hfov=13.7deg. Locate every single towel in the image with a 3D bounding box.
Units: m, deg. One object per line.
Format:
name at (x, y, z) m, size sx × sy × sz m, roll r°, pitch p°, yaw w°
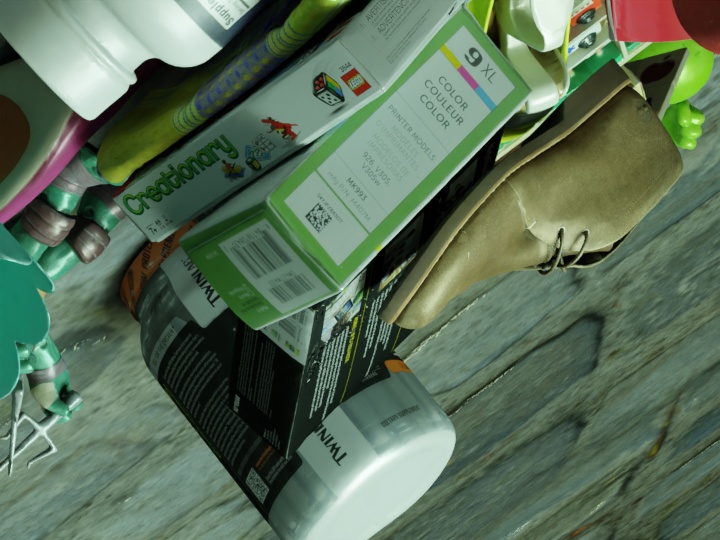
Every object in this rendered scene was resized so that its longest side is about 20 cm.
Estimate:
towel at (-0.041, -0.119, 1.412) m, size 0.200 × 0.023 × 0.144 m, roll -32°, pitch -166°, yaw 46°

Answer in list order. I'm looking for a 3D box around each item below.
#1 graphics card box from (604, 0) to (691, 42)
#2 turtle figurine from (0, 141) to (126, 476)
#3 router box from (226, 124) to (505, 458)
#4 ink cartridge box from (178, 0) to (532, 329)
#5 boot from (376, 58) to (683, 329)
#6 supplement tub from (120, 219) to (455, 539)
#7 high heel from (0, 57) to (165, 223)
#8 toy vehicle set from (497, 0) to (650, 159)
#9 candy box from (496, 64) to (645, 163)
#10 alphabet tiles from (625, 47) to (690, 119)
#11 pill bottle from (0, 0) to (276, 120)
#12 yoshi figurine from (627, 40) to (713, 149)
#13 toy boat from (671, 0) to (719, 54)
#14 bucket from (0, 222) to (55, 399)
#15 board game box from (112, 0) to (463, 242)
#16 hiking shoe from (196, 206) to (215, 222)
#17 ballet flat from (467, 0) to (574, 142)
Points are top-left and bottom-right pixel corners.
graphics card box at (0.156, -0.226, 1.501) m, size 0.126 × 0.051 × 0.201 m, roll 79°, pitch 18°, yaw -44°
turtle figurine at (-0.183, 0.026, 1.586) m, size 0.201 × 0.100 × 0.150 m, roll -56°, pitch 175°, yaw 2°
router box at (0.000, 0.000, 1.572) m, size 0.149 × 0.051 × 0.200 m, roll -44°, pitch 166°, yaw -22°
ink cartridge box at (0.013, -0.065, 1.426) m, size 0.200 × 0.059 × 0.104 m, roll -47°, pitch -169°, yaw -26°
boot at (0.090, -0.024, 1.516) m, size 0.200 × 0.076 × 0.074 m, roll -41°, pitch 179°, yaw -29°
supplement tub at (-0.047, 0.061, 1.762) m, size 0.122 × 0.200 × 0.123 m, roll -35°, pitch 161°, yaw -14°
high heel at (-0.124, -0.090, 1.471) m, size 0.200 × 0.068 × 0.096 m, roll -50°, pitch 148°, yaw 19°
toy vehicle set at (0.107, -0.125, 1.634) m, size 0.200 × 0.027 × 0.124 m, roll -37°, pitch 162°, yaw 1°
candy box at (0.057, -0.081, 1.765) m, size 0.200 × 0.117 × 0.056 m, roll -38°, pitch 161°, yaw -1°
alphabet tiles at (0.093, -0.059, 1.818) m, size 0.199 × 0.008 × 0.168 m, roll -13°, pitch -143°, yaw 38°
pill bottle at (-0.074, -0.163, 1.343) m, size 0.200 × 0.111 × 0.111 m, roll -41°, pitch 161°, yaw 4°
yoshi figurine at (0.162, -0.110, 1.922) m, size 0.112 × 0.112 × 0.200 m, roll -6°, pitch 140°, yaw -48°
toy boat at (0.157, -0.186, 1.328) m, size 0.130 × 0.131 × 0.201 m, roll 0°, pitch 138°, yaw 0°
bucket at (-0.254, 0.013, 1.365) m, size 0.207 × 0.135 × 0.207 m, roll -34°, pitch 161°, yaw -13°
board game box at (-0.024, -0.094, 1.410) m, size 0.200 × 0.035 × 0.126 m, roll -31°, pitch -165°, yaw 49°
hiking shoe at (-0.045, -0.038, 1.572) m, size 0.075 × 0.101 × 0.200 m, roll -18°, pitch -163°, yaw 7°
ballet flat at (0.080, -0.120, 1.506) m, size 0.066 × 0.067 × 0.201 m, roll -19°, pitch 140°, yaw -20°
